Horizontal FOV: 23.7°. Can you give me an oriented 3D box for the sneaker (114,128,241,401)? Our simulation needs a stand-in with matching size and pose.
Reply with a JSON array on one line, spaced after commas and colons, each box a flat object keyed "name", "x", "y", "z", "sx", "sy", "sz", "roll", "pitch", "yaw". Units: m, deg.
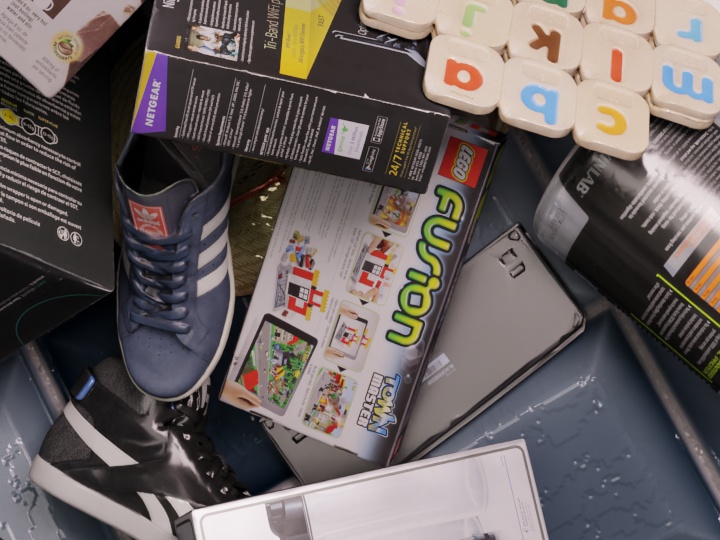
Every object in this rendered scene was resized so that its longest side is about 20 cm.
[{"name": "sneaker", "x": -0.109, "y": -0.022, "z": 0.952, "sx": 0.074, "sy": 0.084, "sz": 0.203, "roll": 9, "pitch": 99, "yaw": 13}]

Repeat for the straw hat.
[{"name": "straw hat", "x": -0.085, "y": -0.089, "z": 1.029, "sx": 0.198, "sy": 0.085, "sz": 0.204, "roll": -1, "pitch": 83, "yaw": 10}]

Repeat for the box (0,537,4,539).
[{"name": "box", "x": -0.226, "y": 0.258, "z": 1.012, "sx": 0.199, "sy": 0.086, "sz": 0.165, "roll": 33, "pitch": 89, "yaw": 13}]

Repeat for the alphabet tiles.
[{"name": "alphabet tiles", "x": 0.099, "y": -0.137, "z": 0.919, "sx": 0.198, "sy": 0.015, "sz": 0.197, "roll": 16, "pitch": 45, "yaw": -6}]

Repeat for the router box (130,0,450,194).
[{"name": "router box", "x": -0.034, "y": -0.133, "z": 0.924, "sx": 0.155, "sy": 0.201, "sz": 0.053, "roll": 12, "pitch": 128, "yaw": -8}]

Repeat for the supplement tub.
[{"name": "supplement tub", "x": 0.204, "y": -0.006, "z": 0.947, "sx": 0.200, "sy": 0.123, "sz": 0.123, "roll": 42, "pitch": 91, "yaw": 12}]

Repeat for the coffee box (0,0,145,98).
[{"name": "coffee box", "x": -0.123, "y": -0.200, "z": 0.881, "sx": 0.200, "sy": 0.113, "sz": 0.080, "roll": -45, "pitch": 117, "yaw": 9}]

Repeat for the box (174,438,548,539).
[{"name": "box", "x": 0.006, "y": 0.172, "z": 0.953, "sx": 0.198, "sy": 0.060, "sz": 0.118, "roll": -9, "pitch": 80, "yaw": -17}]

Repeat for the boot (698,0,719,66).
[{"name": "boot", "x": 0.269, "y": -0.116, "z": 0.986, "sx": 0.200, "sy": 0.073, "sz": 0.090, "roll": 41, "pitch": 67, "yaw": 18}]

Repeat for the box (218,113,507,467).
[{"name": "box", "x": 0.000, "y": 0.000, "z": 0.980, "sx": 0.109, "sy": 0.035, "sz": 0.202, "roll": 21, "pitch": 105, "yaw": 8}]

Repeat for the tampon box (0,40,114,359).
[{"name": "tampon box", "x": -0.235, "y": -0.065, "z": 0.976, "sx": 0.149, "sy": 0.126, "sz": 0.202, "roll": -29, "pitch": 52, "yaw": 33}]

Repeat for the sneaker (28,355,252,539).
[{"name": "sneaker", "x": -0.093, "y": 0.114, "z": 1.011, "sx": 0.198, "sy": 0.073, "sz": 0.113, "roll": 24, "pitch": 89, "yaw": 14}]

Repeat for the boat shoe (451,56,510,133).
[{"name": "boat shoe", "x": 0.070, "y": -0.127, "z": 1.014, "sx": 0.073, "sy": 0.066, "sz": 0.202, "roll": 26, "pitch": 91, "yaw": 2}]

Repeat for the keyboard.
[{"name": "keyboard", "x": 0.024, "y": 0.042, "z": 1.027, "sx": 0.199, "sy": 0.021, "sz": 0.128, "roll": -37, "pitch": 84, "yaw": 3}]
